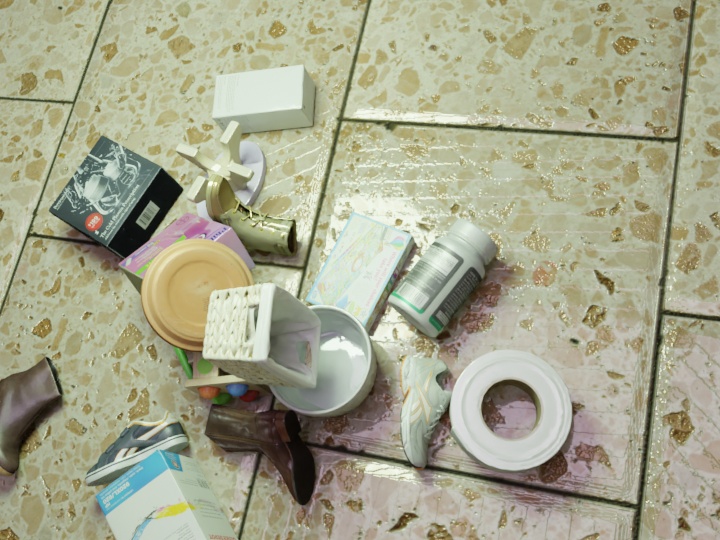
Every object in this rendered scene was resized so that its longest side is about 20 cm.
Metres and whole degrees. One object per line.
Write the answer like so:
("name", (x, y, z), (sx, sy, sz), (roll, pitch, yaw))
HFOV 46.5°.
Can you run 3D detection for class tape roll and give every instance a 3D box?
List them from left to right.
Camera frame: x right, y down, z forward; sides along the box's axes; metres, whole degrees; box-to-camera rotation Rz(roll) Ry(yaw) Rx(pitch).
("tape roll", (0.249, 0.237, 1.406), (0.202, 0.071, 0.203), (-1, 74, 4))

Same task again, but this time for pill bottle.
("pill bottle", (0.152, 0.012, 1.513), (0.113, 0.113, 0.200), (37, 83, 24))

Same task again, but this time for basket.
("basket", (-0.162, 0.115, 1.405), (0.123, 0.200, 0.136), (-4, 68, 21))

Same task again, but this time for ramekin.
("ramekin", (-0.064, 0.171, 1.519), (0.200, 0.105, 0.200), (-5, 69, 13))

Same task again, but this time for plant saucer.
("plant saucer", (-0.282, 0.042, 1.472), (0.200, 0.032, 0.201), (3, 80, -19))

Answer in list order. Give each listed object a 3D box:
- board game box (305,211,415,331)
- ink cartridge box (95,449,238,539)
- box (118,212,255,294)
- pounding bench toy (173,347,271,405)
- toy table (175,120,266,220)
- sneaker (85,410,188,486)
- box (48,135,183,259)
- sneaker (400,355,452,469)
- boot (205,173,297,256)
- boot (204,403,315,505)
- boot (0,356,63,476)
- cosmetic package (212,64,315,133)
("board game box", (0.000, 0.000, 1.604), (0.134, 0.034, 0.200), (24, 78, 22))
("ink cartridge box", (-0.332, 0.444, 1.467), (0.145, 0.147, 0.200), (-36, 64, 0))
("box", (-0.333, -0.010, 1.596), (0.176, 0.097, 0.200), (-41, 33, -21))
("pounding bench toy", (-0.280, 0.170, 1.568), (0.200, 0.124, 0.156), (-7, 69, 13))
("toy table", (-0.280, -0.196, 1.712), (0.184, 0.117, 0.200), (10, 72, 19))
("sneaker", (-0.427, 0.333, 1.575), (0.200, 0.078, 0.079), (-24, 70, -6))
("box", (-0.514, -0.150, 1.766), (0.182, 0.104, 0.200), (27, 79, 24))
("sneaker", (0.118, 0.244, 1.460), (0.092, 0.076, 0.200), (-3, 70, 10))
("boot", (-0.206, -0.102, 1.613), (0.155, 0.200, 0.073), (9, 52, 17))
("boot", (-0.187, 0.329, 1.515), (0.200, 0.064, 0.187), (-5, 101, 32))
("boot", (-0.665, 0.286, 1.661), (0.166, 0.072, 0.200), (-29, 61, 6))
("cosmetic package", (-0.203, -0.358, 1.768), (0.200, 0.085, 0.108), (-2, 70, 14))
